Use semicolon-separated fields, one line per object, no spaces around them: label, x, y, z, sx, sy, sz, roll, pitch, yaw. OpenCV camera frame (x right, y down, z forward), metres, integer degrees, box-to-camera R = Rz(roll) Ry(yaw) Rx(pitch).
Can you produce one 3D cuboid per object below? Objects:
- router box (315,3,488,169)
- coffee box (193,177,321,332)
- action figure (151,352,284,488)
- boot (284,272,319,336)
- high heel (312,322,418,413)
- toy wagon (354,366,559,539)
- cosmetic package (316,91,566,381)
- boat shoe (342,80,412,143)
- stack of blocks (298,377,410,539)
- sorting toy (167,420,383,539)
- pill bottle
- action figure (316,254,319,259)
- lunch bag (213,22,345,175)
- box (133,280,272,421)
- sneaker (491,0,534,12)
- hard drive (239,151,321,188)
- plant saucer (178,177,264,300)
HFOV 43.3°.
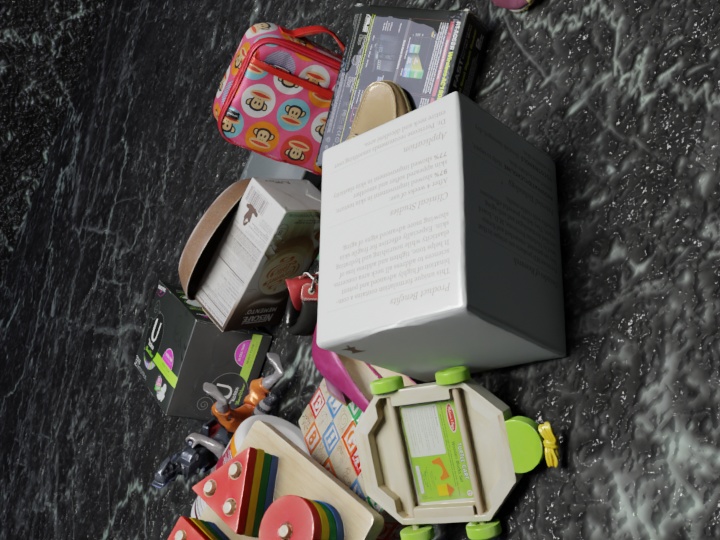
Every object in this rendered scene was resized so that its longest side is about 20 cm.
router box;0.046;-0.197;1.035;0.149;0.062;0.201;14;90;32
coffee box;-0.129;-0.021;1.233;0.080;0.114;0.200;44;118;28
action figure;-0.172;0.224;1.185;0.104;0.200;0.194;25;126;21
boot;0.000;0.000;1.002;0.201;0.144;0.073;-60;32;21
high heel;0.032;0.116;0.903;0.200;0.067;0.096;29;144;38
toy wagon;0.090;0.168;0.835;0.199;0.040;0.156;-12;89;27
cosmetic package;0.074;-0.020;0.839;0.167;0.166;0.201;-16;63;38
boat shoe;0.012;-0.115;0.962;0.071;0.064;0.201;-4;73;30
stack of blocks;0.006;0.196;0.988;0.115;0.058;0.200;-59;34;24
sorting toy;-0.107;0.275;0.899;0.200;0.070;0.199;29;88;43
pill bottle;-0.142;0.287;1.136;0.200;0.113;0.113;-59;35;25
action figure;0.010;-0.105;1.119;0.118;0.055;0.201;2;72;60
lunch bag;-0.073;-0.226;1.167;0.177;0.199;0.082;-60;29;23
box;-0.241;0.121;1.358;0.200;0.124;0.149;30;103;59
sneaker;0.132;-0.352;0.993;0.075;0.090;0.200;-56;35;27
hard drive;-0.120;-0.147;1.366;0.140;0.033;0.200;-64;32;19
plant saucer;-0.193;-0.050;1.262;0.201;0.034;0.200;-57;-6;-9
